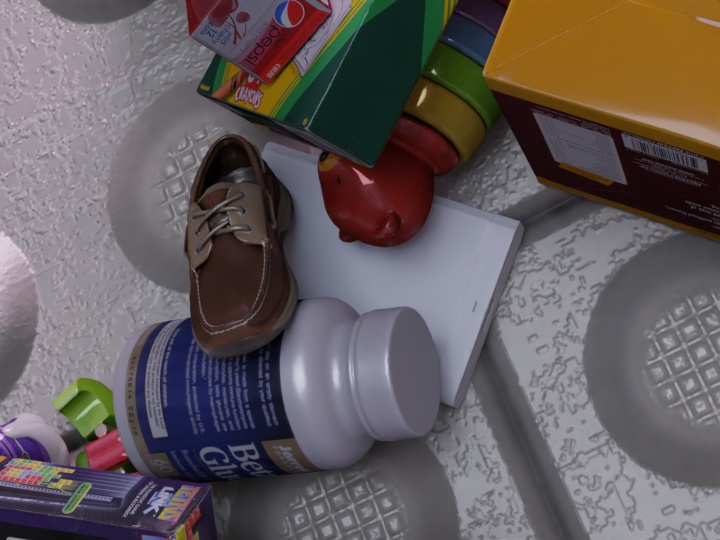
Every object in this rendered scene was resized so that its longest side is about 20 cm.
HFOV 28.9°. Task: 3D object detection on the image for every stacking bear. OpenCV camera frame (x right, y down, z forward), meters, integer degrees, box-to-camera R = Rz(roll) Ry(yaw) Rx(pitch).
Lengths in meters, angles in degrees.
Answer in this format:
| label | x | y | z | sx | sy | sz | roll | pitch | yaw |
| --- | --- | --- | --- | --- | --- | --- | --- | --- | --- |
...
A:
| label | x | y | z | sx | sy | sz | roll | pitch | yaw |
| --- | --- | --- | --- | --- | --- | --- | --- | --- | --- |
| stacking bear | 0.037 | -0.112 | 0.939 | 0.121 | 0.113 | 0.202 | 6 | 68 | 59 |

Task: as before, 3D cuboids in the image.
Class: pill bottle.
| label | x | y | z | sx | sy | sz | roll | pitch | yaw |
| --- | --- | --- | --- | --- | --- | --- | --- | --- | --- |
| pill bottle | -0.053 | 0.078 | 0.915 | 0.198 | 0.111 | 0.113 | -10 | 74 | 26 |

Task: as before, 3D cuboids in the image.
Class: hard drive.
| label | x | y | z | sx | sy | sz | roll | pitch | yaw |
| --- | --- | --- | --- | --- | --- | --- | --- | --- | --- |
| hard drive | 0.000 | 0.000 | 0.979 | 0.198 | 0.026 | 0.133 | 19 | 83 | 20 |

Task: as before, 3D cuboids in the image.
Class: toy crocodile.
| label | x | y | z | sx | sy | sz | roll | pitch | yaw |
| --- | --- | --- | --- | --- | --- | --- | --- | --- | --- |
| toy crocodile | -0.155 | 0.166 | 0.968 | 0.067 | 0.062 | 0.202 | -28 | 71 | 9 |

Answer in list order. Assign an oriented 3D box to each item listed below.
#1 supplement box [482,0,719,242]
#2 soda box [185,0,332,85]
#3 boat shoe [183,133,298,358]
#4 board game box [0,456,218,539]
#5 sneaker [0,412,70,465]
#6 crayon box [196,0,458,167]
| label | x | y | z | sx | sy | sz | roll | pitch | yaw |
| --- | --- | --- | --- | --- | --- | --- | --- | --- | --- |
| supplement box | 0.204 | -0.113 | 0.847 | 0.195 | 0.200 | 0.134 | 20 | 82 | 21 |
| soda box | -0.074 | -0.212 | 0.909 | 0.070 | 0.063 | 0.201 | -44 | 35 | 26 |
| boat shoe | -0.086 | -0.020 | 0.906 | 0.075 | 0.072 | 0.201 | -20 | 33 | 7 |
| board game box | -0.168 | 0.226 | 0.906 | 0.163 | 0.057 | 0.202 | 5 | 116 | 17 |
| sneaker | -0.279 | 0.185 | 0.975 | 0.080 | 0.083 | 0.202 | 36 | 112 | 26 |
| crayon box | -0.016 | -0.170 | 0.908 | 0.174 | 0.058 | 0.200 | -64 | 29 | 0 |
